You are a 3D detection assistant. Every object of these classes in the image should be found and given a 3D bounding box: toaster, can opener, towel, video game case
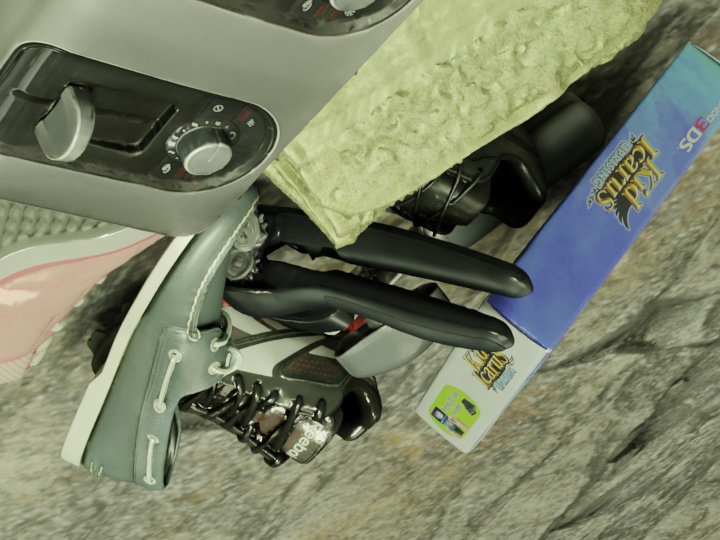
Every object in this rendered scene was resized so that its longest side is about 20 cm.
[{"bbox_3d":[-0.068,-0.140,0.484,0.118,0.202,0.181,6,144,-42],"label":"toaster"},{"bbox_3d":[0.060,-0.017,0.878,0.199,0.053,0.067,-37,109,5],"label":"can opener"},{"bbox_3d":[0.025,-0.115,0.684,0.199,0.037,0.149,-35,120,7],"label":"towel"},{"bbox_3d":[0.000,0.000,0.773,0.198,0.064,0.078,6,172,39],"label":"can opener"},{"bbox_3d":[0.119,-0.008,0.865,0.200,0.045,0.182,-50,173,-24],"label":"video game case"}]

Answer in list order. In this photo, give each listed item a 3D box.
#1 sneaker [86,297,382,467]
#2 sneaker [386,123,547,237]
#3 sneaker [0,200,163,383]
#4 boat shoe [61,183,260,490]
[{"bbox_3d":[-0.062,0.063,0.886,0.199,0.099,0.071,6,138,-44],"label":"sneaker"},{"bbox_3d":[0.020,-0.062,0.767,0.198,0.091,0.076,-2,143,-37],"label":"sneaker"},{"bbox_3d":[-0.149,-0.011,0.723,0.199,0.076,0.105,-27,158,-4],"label":"sneaker"},{"bbox_3d":[-0.087,0.033,0.771,0.201,0.061,0.073,-59,-177,31],"label":"boat shoe"}]
